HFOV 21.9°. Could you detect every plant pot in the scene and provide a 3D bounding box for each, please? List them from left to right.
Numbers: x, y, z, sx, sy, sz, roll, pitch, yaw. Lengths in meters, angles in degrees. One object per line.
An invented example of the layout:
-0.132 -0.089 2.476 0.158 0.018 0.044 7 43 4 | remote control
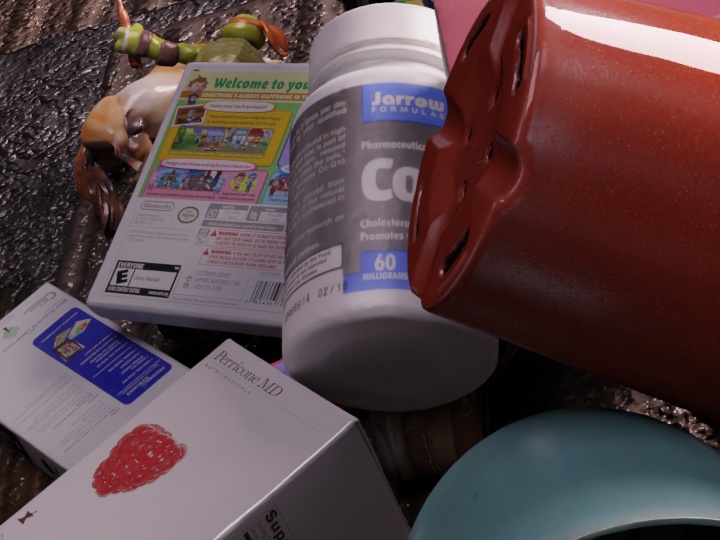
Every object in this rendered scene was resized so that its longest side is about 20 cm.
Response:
0.104 0.153 0.807 0.200 0.201 0.161 -22 24 2 | plant pot
0.134 -0.029 0.809 0.195 0.201 0.201 16 38 -13 | plant pot

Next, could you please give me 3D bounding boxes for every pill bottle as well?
0.017 -0.037 1.004 0.113 0.114 0.201 -10 58 17 | pill bottle

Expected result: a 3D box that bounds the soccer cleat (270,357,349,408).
0.000 0.000 1.139 0.076 0.067 0.200 5 50 17 | soccer cleat

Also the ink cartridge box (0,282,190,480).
-0.175 0.079 1.164 0.099 0.039 0.200 -40 39 -21 | ink cartridge box

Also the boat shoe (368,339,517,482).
0.057 0.036 1.071 0.072 0.076 0.201 -4 50 19 | boat shoe

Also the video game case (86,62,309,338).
-0.056 -0.046 1.135 0.199 0.022 0.183 5 64 34 | video game case

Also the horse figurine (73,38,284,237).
-0.145 -0.112 1.368 0.132 0.050 0.200 20 54 41 | horse figurine

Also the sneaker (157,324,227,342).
-0.060 -0.035 1.195 0.200 0.089 0.074 -38 32 -18 | sneaker

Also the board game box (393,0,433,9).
0.110 -0.173 1.183 0.165 0.200 0.057 -14 37 11 | board game box

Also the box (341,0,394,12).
0.069 -0.210 1.248 0.163 0.200 0.086 -13 38 14 | box

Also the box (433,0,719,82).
0.154 -0.104 0.941 0.199 0.128 0.109 -21 47 13 | box

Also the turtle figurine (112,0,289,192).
-0.086 -0.114 1.286 0.064 0.199 0.162 143 146 -64 | turtle figurine

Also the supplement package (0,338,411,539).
-0.088 0.155 0.958 0.200 0.120 0.121 -40 39 -20 | supplement package
